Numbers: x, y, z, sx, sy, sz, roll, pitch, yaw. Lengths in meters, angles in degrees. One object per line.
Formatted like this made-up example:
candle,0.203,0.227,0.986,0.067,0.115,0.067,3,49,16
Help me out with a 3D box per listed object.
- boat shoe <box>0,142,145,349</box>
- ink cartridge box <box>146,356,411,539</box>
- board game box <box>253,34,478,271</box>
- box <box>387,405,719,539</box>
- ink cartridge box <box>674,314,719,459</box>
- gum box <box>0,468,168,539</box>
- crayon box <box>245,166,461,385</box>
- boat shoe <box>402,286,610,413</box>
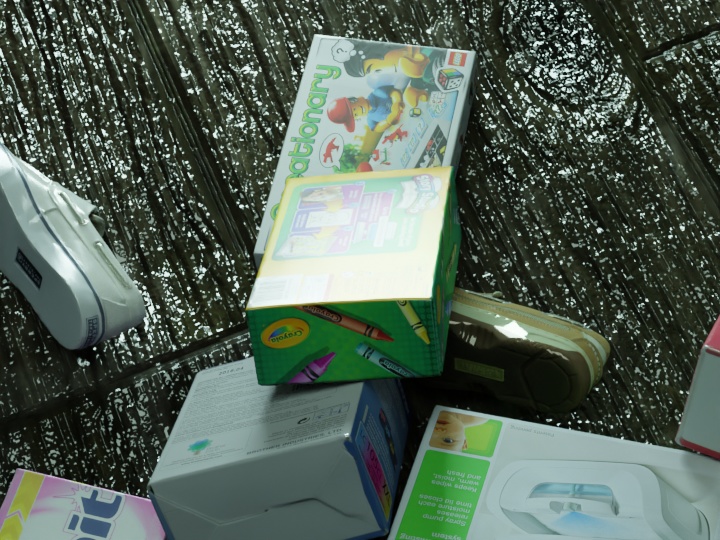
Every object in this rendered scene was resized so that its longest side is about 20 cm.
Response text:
boat shoe,-0.220,-0.026,1.569,0.070,0.071,0.200,-14,48,-36
ink cartridge box,-0.045,0.107,1.401,0.136,0.076,0.200,-14,21,13
board game box,0.007,-0.079,1.588,0.126,0.035,0.200,7,59,11
box,0.119,0.192,1.344,0.200,0.097,0.177,10,40,12
ink cartridge box,0.305,0.051,1.397,0.145,0.084,0.200,18,35,16
gum box,-0.197,0.238,1.390,0.113,0.066,0.200,12,60,12
crayon box,0.000,0.000,1.427,0.119,0.058,0.200,-4,27,9
boat shoe,0.075,0.042,1.494,0.200,0.072,0.076,20,35,21
